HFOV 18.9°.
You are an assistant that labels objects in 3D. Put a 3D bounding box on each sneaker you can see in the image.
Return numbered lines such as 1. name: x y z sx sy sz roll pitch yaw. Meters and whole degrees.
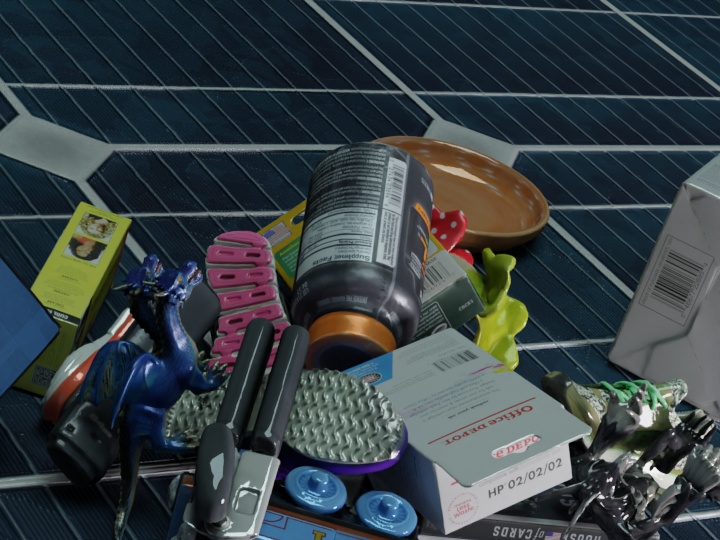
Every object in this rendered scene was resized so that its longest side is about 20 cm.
1. sneaker: -0.043 0.123 1.610 0.200 0.100 0.070 5 63 30
2. sneaker: 0.219 0.111 1.753 0.200 0.089 0.077 33 14 -48
3. sneaker: -0.167 0.079 1.690 0.082 0.077 0.200 34 40 10
4. sneaker: -0.085 0.066 1.751 0.074 0.087 0.200 -11 52 1

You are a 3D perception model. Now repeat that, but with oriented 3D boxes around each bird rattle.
1. bird rattle: 0.053 0.009 1.922 0.163 0.113 0.200 -21 41 -25

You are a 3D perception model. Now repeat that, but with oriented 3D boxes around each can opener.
1. can opener: -0.076 0.102 1.502 0.053 0.067 0.200 12 46 4

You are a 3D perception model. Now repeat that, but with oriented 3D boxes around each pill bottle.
1. pill bottle: 0.000 0.000 1.752 0.106 0.106 0.200 14 48 -7

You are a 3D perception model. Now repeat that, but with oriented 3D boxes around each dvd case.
1. dvd case: 0.117 0.168 1.693 0.200 0.025 0.150 7 23 -20

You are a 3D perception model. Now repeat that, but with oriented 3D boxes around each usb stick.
1. usb stick: -0.166 0.076 1.611 0.033 0.055 0.200 -13 32 42

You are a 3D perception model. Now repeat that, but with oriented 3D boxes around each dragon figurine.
1. dragon figurine: -0.160 0.085 1.537 0.099 0.200 0.059 32 -3 -38

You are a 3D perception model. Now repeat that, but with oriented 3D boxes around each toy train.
1. toy train: -0.044 0.197 1.518 0.200 0.087 0.114 17 32 -3

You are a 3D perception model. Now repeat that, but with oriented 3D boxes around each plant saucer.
1. plant saucer: 0.089 -0.072 2.161 0.200 0.037 0.200 13 27 -7

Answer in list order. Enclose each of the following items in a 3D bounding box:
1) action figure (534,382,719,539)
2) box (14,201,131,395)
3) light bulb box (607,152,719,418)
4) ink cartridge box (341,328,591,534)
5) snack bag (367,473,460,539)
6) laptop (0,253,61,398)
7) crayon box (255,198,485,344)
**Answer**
1. action figure: 0.219 0.147 1.652 0.200 0.102 0.119 -8 44 -49
2. box: -0.235 0.021 1.743 0.050 0.075 0.200 19 25 -3
3. light bulb box: 0.348 0.000 2.005 0.125 0.198 0.200 29 27 16
4. ink cartridge box: 0.076 0.124 1.608 0.115 0.068 0.200 -21 30 -22
5. snack bag: 0.109 0.204 1.666 0.188 0.021 0.200 8 28 -19
6. laptop: -0.356 0.048 1.568 0.200 0.116 0.187 -4 33 -37
7. crayon box: 0.005 0.002 1.865 0.126 0.052 0.200 -34 42 -4
